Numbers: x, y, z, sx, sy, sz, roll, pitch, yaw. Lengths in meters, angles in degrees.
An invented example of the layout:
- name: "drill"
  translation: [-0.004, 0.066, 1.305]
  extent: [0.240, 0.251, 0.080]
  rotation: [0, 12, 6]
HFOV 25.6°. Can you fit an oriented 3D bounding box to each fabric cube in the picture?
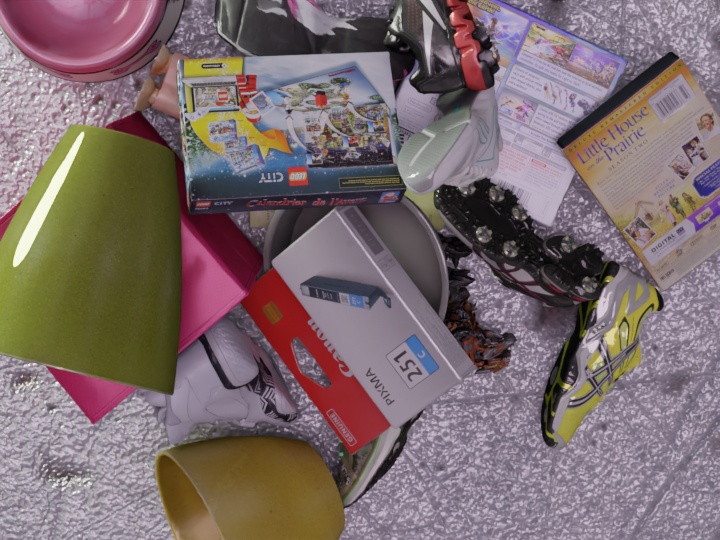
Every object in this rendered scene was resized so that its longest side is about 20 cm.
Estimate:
- name: "fabric cube"
  translation: [-0.233, -0.010, 1.521]
  extent: [0.196, 0.200, 0.200]
  rotation: [-40, 97, 7]

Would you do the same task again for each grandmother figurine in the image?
- name: "grandmother figurine"
  translation: [-0.116, -0.155, 1.567]
  extent: [0.198, 0.061, 0.122]
  rotation: [26, 87, -8]

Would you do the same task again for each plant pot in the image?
- name: "plant pot"
  translation: [-0.099, 0.245, 1.589]
  extent: [0.141, 0.200, 0.202]
  rotation: [-23, 101, -21]
- name: "plant pot"
  translation: [-0.225, -0.014, 1.345]
  extent: [0.185, 0.187, 0.202]
  rotation: [14, 84, -3]

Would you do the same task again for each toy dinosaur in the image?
- name: "toy dinosaur"
  translation: [0.062, 0.042, 1.592]
  extent: [0.198, 0.102, 0.137]
  rotation: [8, 118, -23]

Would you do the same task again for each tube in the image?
- name: "tube"
  translation: [-0.014, -0.066, 1.587]
  extent: [0.198, 0.052, 0.059]
  rotation: [2, 97, -1]

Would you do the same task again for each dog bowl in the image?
- name: "dog bowl"
  translation: [-0.270, -0.280, 1.532]
  extent: [0.198, 0.074, 0.203]
  rotation: [0, 100, -1]

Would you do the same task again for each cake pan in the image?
- name: "cake pan"
  translation: [0.000, 0.000, 1.540]
  extent: [0.198, 0.037, 0.203]
  rotation: [9, 111, 24]

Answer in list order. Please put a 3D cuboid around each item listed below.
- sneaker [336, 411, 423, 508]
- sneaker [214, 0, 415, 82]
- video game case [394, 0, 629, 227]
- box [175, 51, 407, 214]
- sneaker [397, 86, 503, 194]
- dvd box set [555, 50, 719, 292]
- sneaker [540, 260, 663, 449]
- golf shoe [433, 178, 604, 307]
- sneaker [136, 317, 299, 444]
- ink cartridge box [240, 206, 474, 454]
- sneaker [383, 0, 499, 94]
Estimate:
- name: "sneaker"
  translation: [0.003, 0.157, 1.621]
  extent: [0.088, 0.077, 0.201]
  rotation: [35, 111, 14]
- name: "sneaker"
  translation: [-0.050, -0.215, 1.539]
  extent: [0.198, 0.086, 0.081]
  rotation: [20, 76, -7]
- name: "video game case"
  translation: [0.137, -0.167, 1.573]
  extent: [0.198, 0.045, 0.183]
  rotation: [24, 101, -5]
- name: "box"
  translation: [-0.064, -0.126, 1.448]
  extent: [0.198, 0.038, 0.138]
  rotation: [-3, 73, -11]
- name: "sneaker"
  translation: [0.095, -0.110, 1.468]
  extent: [0.070, 0.200, 0.081]
  rotation: [-14, 111, 29]
- name: "dvd box set"
  translation: [0.303, -0.095, 1.570]
  extent: [0.146, 0.029, 0.200]
  rotation: [-38, 115, 6]
- name: "sneaker"
  translation: [0.243, 0.095, 1.610]
  extent: [0.076, 0.075, 0.202]
  rotation: [22, 102, -7]
- name: "golf shoe"
  translation: [0.144, -0.019, 1.566]
  extent: [0.199, 0.088, 0.078]
  rotation: [33, 57, -16]
- name: "sneaker"
  translation: [-0.141, 0.122, 1.565]
  extent: [0.114, 0.200, 0.076]
  rotation: [-30, 59, 5]
- name: "ink cartridge box"
  translation: [-0.015, 0.064, 1.522]
  extent: [0.176, 0.045, 0.201]
  rotation: [-38, 87, 30]
- name: "sneaker"
  translation: [0.059, -0.254, 1.478]
  extent: [0.097, 0.071, 0.203]
  rotation: [-17, 82, 10]
